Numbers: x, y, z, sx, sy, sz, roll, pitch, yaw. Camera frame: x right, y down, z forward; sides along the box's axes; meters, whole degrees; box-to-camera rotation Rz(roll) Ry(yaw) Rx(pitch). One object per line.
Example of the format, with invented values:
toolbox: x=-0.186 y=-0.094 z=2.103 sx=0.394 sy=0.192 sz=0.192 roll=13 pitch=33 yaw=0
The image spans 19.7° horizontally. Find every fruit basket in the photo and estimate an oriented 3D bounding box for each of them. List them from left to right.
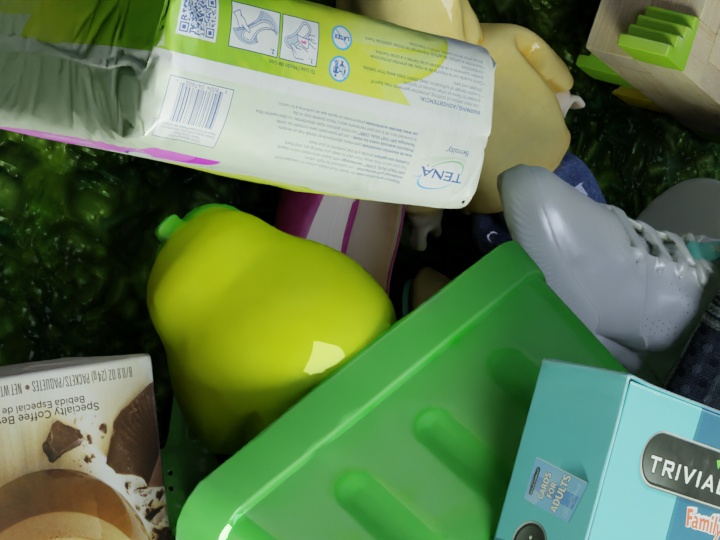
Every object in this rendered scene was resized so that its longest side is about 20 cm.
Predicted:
fruit basket: x=-0.009 y=0.069 z=0.838 sx=0.215 sy=0.215 sz=0.156 roll=-36 pitch=144 yaw=-32

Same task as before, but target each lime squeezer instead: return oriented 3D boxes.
lime squeezer: x=-0.058 y=0.105 z=0.903 sx=0.201 sy=0.038 sz=0.071 roll=66 pitch=25 yaw=-13

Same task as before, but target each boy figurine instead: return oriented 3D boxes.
boy figurine: x=0.053 y=-0.062 z=0.968 sx=0.124 sy=0.064 sz=0.200 roll=-48 pitch=113 yaw=-28

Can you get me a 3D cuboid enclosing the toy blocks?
toy blocks: x=0.178 y=-0.146 z=1.004 sx=0.200 sy=0.100 sz=0.137 roll=22 pitch=87 yaw=-61

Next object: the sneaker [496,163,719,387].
sneaker: x=0.135 y=0.005 z=0.925 sx=0.200 sy=0.088 sz=0.075 roll=44 pitch=23 yaw=-41

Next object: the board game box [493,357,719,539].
board game box: x=0.107 y=0.150 z=0.781 sx=0.151 sy=0.047 sz=0.201 roll=21 pitch=82 yaw=-40

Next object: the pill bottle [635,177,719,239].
pill bottle: x=0.225 y=0.034 z=1.058 sx=0.200 sy=0.111 sz=0.111 roll=31 pitch=70 yaw=-31

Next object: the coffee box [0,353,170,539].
coffee box: x=-0.135 y=0.139 z=0.808 sx=0.113 sy=0.080 sz=0.201 roll=-8 pitch=92 yaw=-36

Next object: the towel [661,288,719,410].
towel: x=0.213 y=0.092 z=0.945 sx=0.199 sy=0.035 sz=0.193 roll=23 pitch=101 yaw=-22

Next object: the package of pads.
package of pads: x=-0.061 y=-0.072 z=0.800 sx=0.154 sy=0.200 sz=0.069 roll=9 pitch=93 yaw=-35

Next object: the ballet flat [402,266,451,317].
ballet flat: x=0.066 y=0.094 z=0.964 sx=0.069 sy=0.063 sz=0.201 roll=-32 pitch=114 yaw=-70

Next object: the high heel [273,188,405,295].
high heel: x=0.000 y=0.000 z=0.904 sx=0.067 sy=0.096 sz=0.201 roll=-1 pitch=88 yaw=-36
